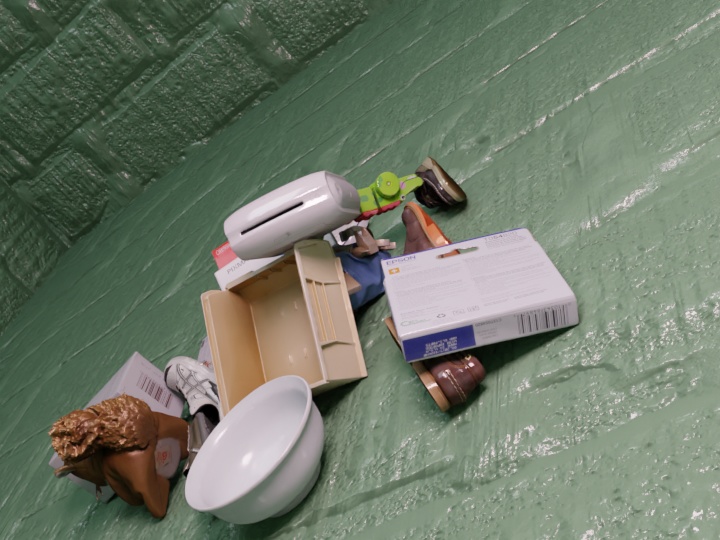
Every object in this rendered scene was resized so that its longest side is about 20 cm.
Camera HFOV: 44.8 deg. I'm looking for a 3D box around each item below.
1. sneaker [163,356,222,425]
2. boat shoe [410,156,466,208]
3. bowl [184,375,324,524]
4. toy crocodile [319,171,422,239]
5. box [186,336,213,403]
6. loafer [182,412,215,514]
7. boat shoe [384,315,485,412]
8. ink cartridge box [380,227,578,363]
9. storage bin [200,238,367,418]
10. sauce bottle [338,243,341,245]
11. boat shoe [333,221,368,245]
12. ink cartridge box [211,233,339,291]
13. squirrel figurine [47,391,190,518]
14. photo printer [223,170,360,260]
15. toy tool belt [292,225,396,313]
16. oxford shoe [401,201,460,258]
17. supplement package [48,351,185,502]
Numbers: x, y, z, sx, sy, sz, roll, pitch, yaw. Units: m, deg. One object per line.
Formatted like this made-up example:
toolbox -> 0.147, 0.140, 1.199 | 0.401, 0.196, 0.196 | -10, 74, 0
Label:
sneaker -> -0.248, 0.193, 1.349 | 0.198, 0.076, 0.088 | 6, 58, 40
boat shoe -> 0.118, -0.129, 1.393 | 0.065, 0.073, 0.200 | -43, 11, 8
bowl -> -0.111, 0.233, 1.062 | 0.200, 0.091, 0.202 | -35, 22, 16
toy crocodile -> 0.007, -0.102, 1.326 | 0.197, 0.063, 0.067 | -19, -6, -25
box -> -0.236, 0.153, 1.504 | 0.109, 0.035, 0.201 | -36, 22, 15
loafer -> -0.219, 0.264, 1.208 | 0.069, 0.076, 0.200 | -38, 21, -3
boat shoe -> 0.087, 0.094, 1.021 | 0.070, 0.071, 0.200 | -37, 28, -1
ink cartridge box -> 0.128, 0.024, 1.012 | 0.196, 0.041, 0.201 | -13, 25, 1
storage bin -> -0.110, 0.082, 1.200 | 0.198, 0.202, 0.093 | -26, -19, 36
sauce bottle -> -0.084, 0.047, 1.401 | 0.200, 0.065, 0.065 | -48, 22, -12
boat shoe -> -0.072, -0.042, 1.548 | 0.200, 0.066, 0.072 | -42, 21, 0
ink cartridge box -> -0.146, -0.036, 1.419 | 0.198, 0.045, 0.177 | -33, 51, 2
squirrel figurine -> -0.367, 0.256, 1.282 | 0.184, 0.201, 0.143 | -2, 46, 27
photo printer -> -0.090, -0.072, 1.182 | 0.164, 0.070, 0.200 | -25, -1, 10
toy tool belt -> 0.000, 0.000, 1.295 | 0.122, 0.127, 0.199 | -3, 18, 40
oxford shoe -> 0.084, -0.043, 1.281 | 0.073, 0.071, 0.200 | -44, 21, 7
supplement package -> -0.392, 0.256, 1.426 | 0.200, 0.117, 0.118 | -44, 19, 20
